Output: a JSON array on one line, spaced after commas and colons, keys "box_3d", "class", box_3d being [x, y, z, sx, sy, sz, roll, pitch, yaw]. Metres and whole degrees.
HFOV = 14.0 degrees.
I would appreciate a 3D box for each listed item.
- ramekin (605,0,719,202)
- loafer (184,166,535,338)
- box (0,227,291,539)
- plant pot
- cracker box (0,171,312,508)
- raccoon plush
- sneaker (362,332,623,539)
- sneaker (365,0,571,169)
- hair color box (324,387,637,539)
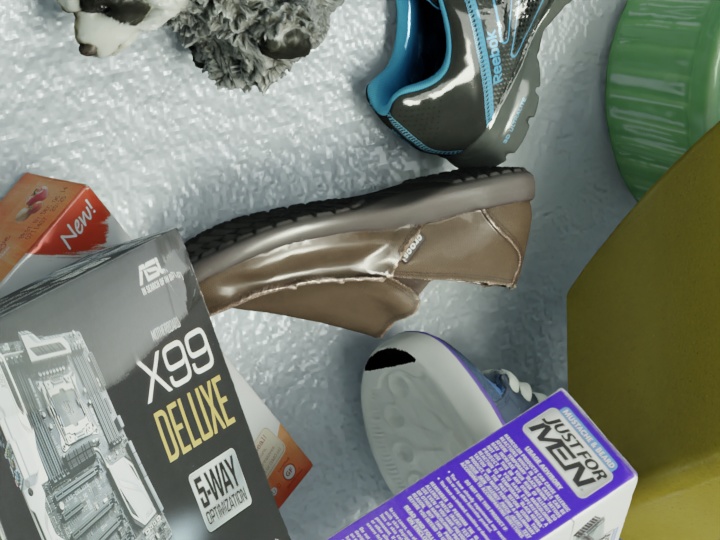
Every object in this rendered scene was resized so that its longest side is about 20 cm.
[{"box_3d": [0.225, -0.098, 1.581, 0.199, 0.097, 0.201, -8, 104, -37], "class": "ramekin"}, {"box_3d": [0.000, 0.000, 1.417, 0.199, 0.073, 0.071, -13, 97, -20], "class": "loafer"}, {"box_3d": [-0.116, 0.083, 1.234, 0.200, 0.050, 0.159, -29, 102, -61], "class": "box"}, {"box_3d": [0.209, 0.056, 1.459, 0.199, 0.176, 0.201, 28, 50, -35], "class": "plant pot"}, {"box_3d": [-0.127, 0.072, 1.364, 0.134, 0.058, 0.200, -51, 124, -20], "class": "cracker box"}, {"box_3d": [-0.072, -0.178, 1.356, 0.134, 0.097, 0.201, 34, 61, -28], "class": "raccoon plush"}, {"box_3d": [0.092, 0.085, 1.527, 0.147, 0.080, 0.201, -47, 114, -39], "class": "sneaker"}, {"box_3d": [0.066, -0.152, 1.462, 0.082, 0.073, 0.201, 19, 87, -40], "class": "sneaker"}, {"box_3d": [0.029, 0.149, 1.361, 0.199, 0.065, 0.110, -29, 155, -22], "class": "hair color box"}]
